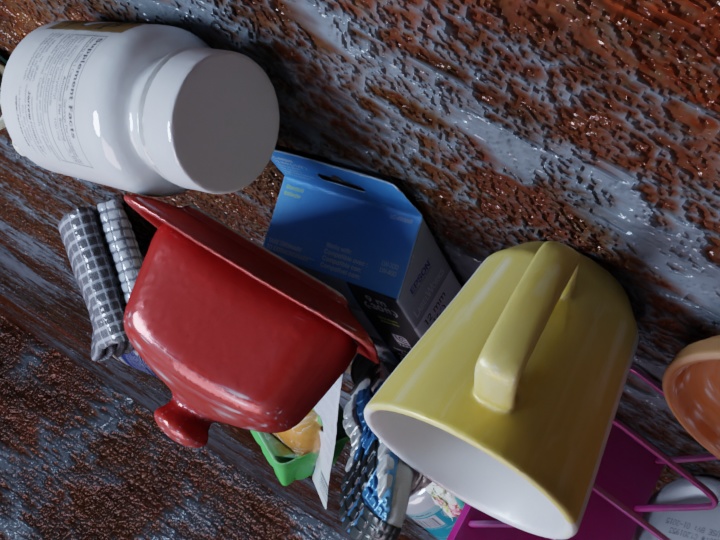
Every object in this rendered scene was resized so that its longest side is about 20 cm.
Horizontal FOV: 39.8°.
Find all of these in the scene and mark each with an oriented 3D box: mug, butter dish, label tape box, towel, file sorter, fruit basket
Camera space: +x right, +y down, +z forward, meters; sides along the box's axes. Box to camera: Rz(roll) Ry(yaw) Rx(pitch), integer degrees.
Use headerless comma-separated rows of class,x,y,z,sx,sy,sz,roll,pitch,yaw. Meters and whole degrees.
mug,0.110,0.064,0.624,0.149,0.154,0.186,38,160,-13
butter dish,-0.097,0.058,0.724,0.198,0.149,0.200,30,173,6
label tape box,0.000,0.000,0.786,0.142,0.066,0.200,19,158,36
towel,-0.302,0.020,1.193,0.167,0.085,0.200,69,162,6
file sorter,0.173,0.185,0.749,0.138,0.201,0.125,36,158,-9
fruit basket,-0.062,0.098,0.947,0.186,0.093,0.201,51,142,39

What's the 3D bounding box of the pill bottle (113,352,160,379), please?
pill bottle,-0.258,0.093,1.354,0.199,0.112,0.111,13,152,47

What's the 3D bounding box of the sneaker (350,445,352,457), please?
sneaker,0.045,0.154,0.972,0.083,0.200,0.082,11,111,18

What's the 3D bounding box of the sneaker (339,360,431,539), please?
sneaker,0.036,0.141,0.755,0.086,0.075,0.200,29,-157,-10

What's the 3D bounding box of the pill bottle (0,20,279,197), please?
pill bottle,-0.153,-0.112,0.688,0.199,0.115,0.115,16,154,42

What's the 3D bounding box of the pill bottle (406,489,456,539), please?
pill bottle,0.131,0.275,1.161,0.200,0.111,0.110,42,159,-23

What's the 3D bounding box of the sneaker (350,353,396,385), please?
sneaker,0.072,0.111,0.876,0.198,0.078,0.082,15,-167,25

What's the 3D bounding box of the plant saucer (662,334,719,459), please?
plant saucer,0.282,0.096,0.600,0.199,0.038,0.201,31,160,12

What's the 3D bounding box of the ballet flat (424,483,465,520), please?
ballet flat,0.097,0.193,0.936,0.064,0.075,0.200,67,-165,9

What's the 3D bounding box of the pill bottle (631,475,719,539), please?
pill bottle,0.318,0.270,0.849,0.108,0.109,0.200,10,150,49

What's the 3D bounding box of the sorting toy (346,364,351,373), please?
sorting toy,-0.115,0.068,1.127,0.200,0.070,0.198,43,159,-25

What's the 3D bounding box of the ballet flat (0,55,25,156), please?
ballet flat,-0.318,-0.151,0.925,0.199,0.073,0.068,30,161,9
